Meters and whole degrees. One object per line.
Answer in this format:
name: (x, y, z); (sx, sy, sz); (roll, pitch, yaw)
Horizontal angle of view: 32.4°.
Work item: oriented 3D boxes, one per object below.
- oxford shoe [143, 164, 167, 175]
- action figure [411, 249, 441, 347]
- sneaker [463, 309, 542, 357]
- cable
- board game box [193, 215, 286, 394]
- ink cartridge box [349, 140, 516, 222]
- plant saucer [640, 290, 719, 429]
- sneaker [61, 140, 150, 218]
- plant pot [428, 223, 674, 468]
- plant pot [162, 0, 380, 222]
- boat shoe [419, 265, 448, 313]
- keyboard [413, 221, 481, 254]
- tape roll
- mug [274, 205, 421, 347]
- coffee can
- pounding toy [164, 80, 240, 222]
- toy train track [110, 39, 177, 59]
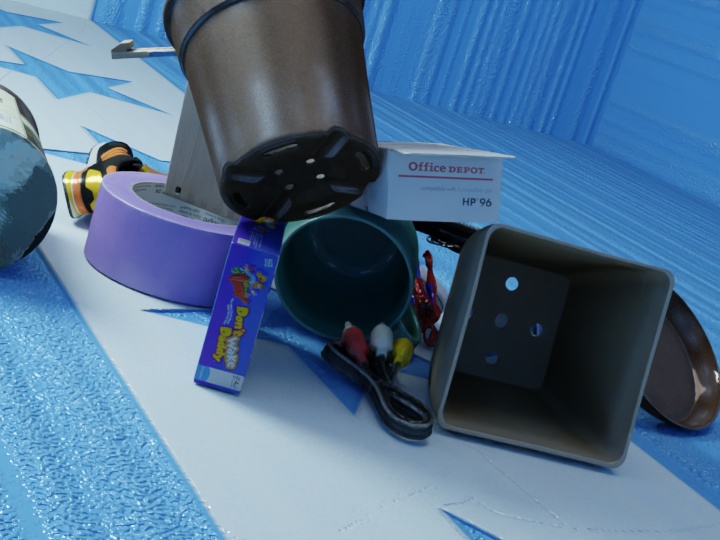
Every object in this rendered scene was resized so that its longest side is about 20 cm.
oxford shoe: (-0.224, -0.111, 1.642); (0.199, 0.072, 0.071); (21, 16, 16)
action figure: (0.053, -0.001, 1.451); (0.065, 0.052, 0.201); (-6, 65, -31)
sneaker: (0.171, 0.061, 1.438); (0.077, 0.076, 0.200); (-6, 3, 30)
cable: (0.018, 0.098, 1.205); (0.096, 0.051, 0.200); (14, 14, -13)
board game box: (-0.111, 0.017, 1.182); (0.044, 0.135, 0.200); (16, 15, -5)
ink cartridge box: (0.062, -0.086, 1.192); (0.115, 0.068, 0.200); (0, 8, -16)
plant saucer: (0.349, 0.097, 1.454); (0.199, 0.034, 0.201); (26, 48, -32)
sneaker: (-0.292, -0.114, 1.513); (0.089, 0.071, 0.200); (-7, 18, 9)
plant pot: (0.171, 0.066, 1.269); (0.198, 0.202, 0.177); (14, 3, -13)
plant pot: (-0.072, -0.167, 1.153); (0.199, 0.200, 0.200); (7, 57, -35)
boat shoe: (0.009, 0.014, 1.497); (0.199, 0.074, 0.066); (25, 46, 3)
keyboard: (0.111, -0.040, 1.402); (0.199, 0.021, 0.127); (21, -11, 14)
tape roll: (-0.199, -0.036, 1.371); (0.198, 0.086, 0.200); (16, 15, -4)
mug: (-0.010, -0.004, 1.351); (0.151, 0.186, 0.115); (0, 30, 7)
coffee can: (-0.391, -0.102, 1.256); (0.145, 0.147, 0.200); (11, 16, -23)
pounding toy: (-0.142, -0.159, 1.411); (0.141, 0.185, 0.200); (21, 23, 12)
toy train track: (-0.165, -0.246, 1.314); (0.198, 0.033, 0.115); (-3, 18, 2)
